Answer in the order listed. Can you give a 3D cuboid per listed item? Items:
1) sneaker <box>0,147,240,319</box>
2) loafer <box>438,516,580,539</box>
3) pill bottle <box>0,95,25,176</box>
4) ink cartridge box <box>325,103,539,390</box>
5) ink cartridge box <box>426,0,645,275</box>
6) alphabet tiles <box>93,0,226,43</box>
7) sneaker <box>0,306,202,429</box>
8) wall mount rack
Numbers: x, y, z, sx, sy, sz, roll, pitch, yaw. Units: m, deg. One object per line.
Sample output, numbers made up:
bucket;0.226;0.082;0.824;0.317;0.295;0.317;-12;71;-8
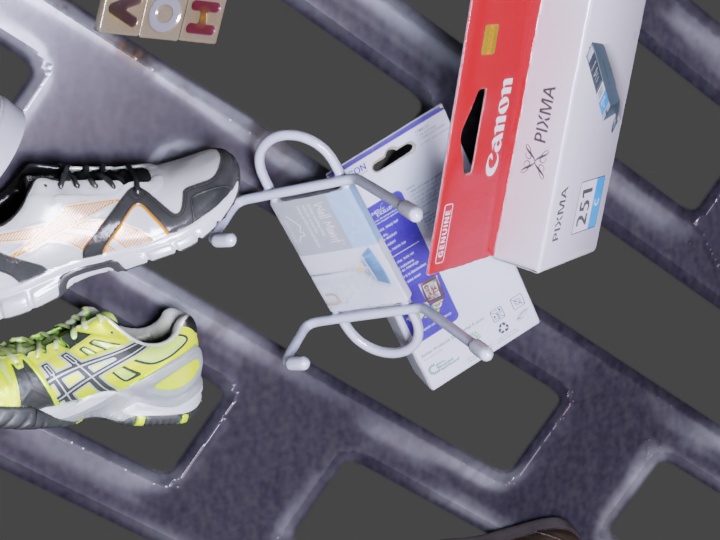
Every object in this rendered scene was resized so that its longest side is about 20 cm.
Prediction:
sneaker;-0.172;-0.039;1.154;0.200;0.074;0.080;-24;116;-13
loafer;0.091;0.246;1.383;0.200;0.071;0.073;-19;117;-15
pill bottle;-0.298;-0.119;1.045;0.200;0.112;0.112;36;94;-31
ink cartridge box;0.048;-0.019;1.277;0.099;0.039;0.200;-31;121;-9
ink cartridge box;0.123;-0.097;1.224;0.176;0.045;0.200;-17;121;-54
alphabet tiles;-0.103;-0.239;1.102;0.167;0.008;0.200;-2;113;-48
sneaker;-0.199;0.061;1.191;0.200;0.075;0.076;-1;104;-34
wall mount rack;0.000;0.000;1.197;0.200;0.174;0.075;61;38;-29
